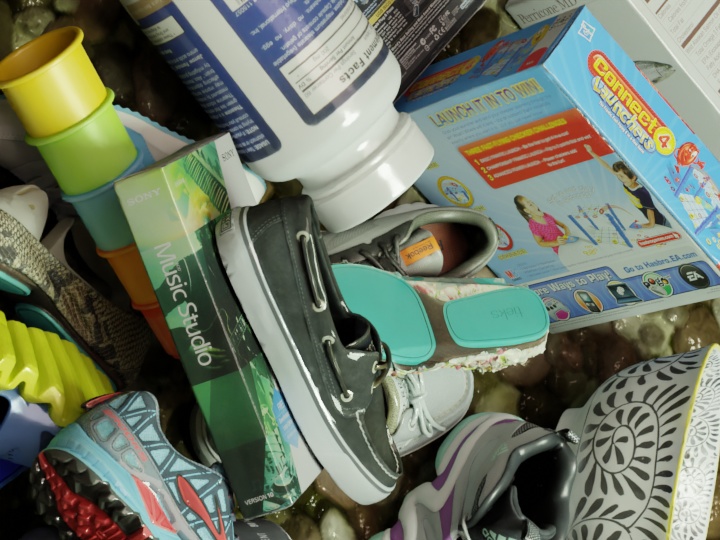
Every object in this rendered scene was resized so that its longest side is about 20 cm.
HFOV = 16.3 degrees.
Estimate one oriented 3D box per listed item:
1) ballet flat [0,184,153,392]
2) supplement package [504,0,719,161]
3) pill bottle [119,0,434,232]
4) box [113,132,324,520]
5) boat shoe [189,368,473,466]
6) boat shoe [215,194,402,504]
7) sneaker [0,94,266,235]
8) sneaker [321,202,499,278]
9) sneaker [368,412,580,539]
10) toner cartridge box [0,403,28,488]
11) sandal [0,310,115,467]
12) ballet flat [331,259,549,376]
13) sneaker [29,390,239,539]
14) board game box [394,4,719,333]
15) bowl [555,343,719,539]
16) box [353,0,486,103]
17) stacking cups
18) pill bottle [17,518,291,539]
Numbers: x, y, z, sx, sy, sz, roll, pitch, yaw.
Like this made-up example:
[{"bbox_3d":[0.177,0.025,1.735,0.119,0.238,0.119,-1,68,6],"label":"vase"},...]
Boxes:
[{"bbox_3d":[-0.186,-0.003,1.439,0.200,0.068,0.076,43,66,-43],"label":"ballet flat"},{"bbox_3d":[0.219,-0.155,1.711,0.200,0.117,0.117,48,61,-16],"label":"supplement package"},{"bbox_3d":[-0.046,-0.125,1.494,0.111,0.111,0.200,-46,106,-29],"label":"pill bottle"},{"bbox_3d":[-0.070,0.027,1.421,0.144,0.036,0.201,-44,112,-74],"label":"box"},{"bbox_3d":[-0.007,0.086,1.560,0.201,0.065,0.075,-6,85,-33],"label":"boat shoe"},{"bbox_3d":[-0.016,0.046,1.413,0.069,0.056,0.201,-83,150,-60],"label":"boat shoe"},{"bbox_3d":[-0.150,-0.048,1.489,0.199,0.076,0.081,21,73,-26],"label":"sneaker"},{"bbox_3d":[0.000,0.000,1.572,0.200,0.079,0.074,-23,93,-31],"label":"sneaker"},{"bbox_3d":[0.068,0.174,1.540,0.078,0.140,0.201,35,74,-21],"label":"sneaker"},{"bbox_3d":[-0.269,0.046,1.417,0.095,0.043,0.201,-36,101,-31],"label":"toner cartridge box"},{"bbox_3d":[-0.204,0.073,1.391,0.200,0.087,0.080,36,19,-36],"label":"sandal"},{"bbox_3d":[0.029,0.038,1.523,0.199,0.064,0.076,7,61,-37],"label":"ballet flat"},{"bbox_3d":[-0.086,0.148,1.370,0.200,0.079,0.096,54,48,-18],"label":"sneaker"},{"bbox_3d":[0.131,-0.058,1.591,0.196,0.200,0.056,47,60,-17],"label":"board game box"},{"bbox_3d":[0.172,0.141,1.627,0.201,0.094,0.202,8,90,-75],"label":"bowl"},{"bbox_3d":[-0.016,-0.185,1.610,0.161,0.049,0.200,49,62,-18],"label":"box"},{"bbox_3d":[-0.138,-0.042,1.437,0.061,0.060,0.200,-45,119,-29],"label":"stacking cups"},{"bbox_3d":[-0.137,0.198,1.437,0.199,0.106,0.107,1,81,-32],"label":"pill bottle"}]
